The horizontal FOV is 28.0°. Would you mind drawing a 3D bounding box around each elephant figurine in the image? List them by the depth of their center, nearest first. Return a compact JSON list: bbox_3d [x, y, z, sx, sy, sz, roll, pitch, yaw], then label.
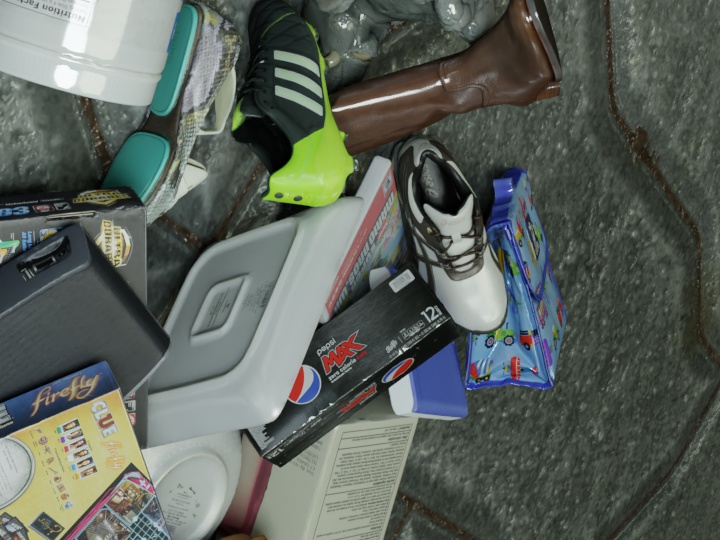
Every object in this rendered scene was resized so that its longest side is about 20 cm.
[{"bbox_3d":[0.004,-0.226,1.179,0.142,0.200,0.155,52,42,-33],"label":"elephant figurine"}]

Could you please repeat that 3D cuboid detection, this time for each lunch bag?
[{"bbox_3d":[0.150,-0.002,1.464,0.151,0.094,0.200,-62,147,-61],"label":"lunch bag"}]

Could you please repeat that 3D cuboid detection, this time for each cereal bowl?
[{"bbox_3d":[-0.172,0.179,1.211,0.200,0.083,0.201,-27,129,-40],"label":"cereal bowl"}]

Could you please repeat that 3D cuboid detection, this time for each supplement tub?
[{"bbox_3d":[-0.173,-0.222,0.949,0.132,0.132,0.200,3,108,-51],"label":"supplement tub"}]

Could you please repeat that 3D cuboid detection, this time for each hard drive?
[{"bbox_3d":[-0.236,0.074,0.983,0.200,0.042,0.135,-36,124,-5],"label":"hard drive"},{"bbox_3d":[0.058,0.074,1.369,0.200,0.025,0.132,22,56,-72],"label":"hard drive"}]

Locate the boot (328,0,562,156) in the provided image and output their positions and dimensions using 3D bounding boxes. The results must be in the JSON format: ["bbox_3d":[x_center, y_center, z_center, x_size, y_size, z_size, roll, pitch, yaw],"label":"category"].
[{"bbox_3d":[0.052,-0.147,1.108,0.186,0.199,0.064,57,21,-73],"label":"boot"}]

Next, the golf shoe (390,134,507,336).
[{"bbox_3d":[0.082,-0.028,1.329,0.078,0.094,0.200,-26,97,-2],"label":"golf shoe"}]

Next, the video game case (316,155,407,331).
[{"bbox_3d":[0.000,0.000,1.294,0.200,0.017,0.143,75,39,-69],"label":"video game case"}]

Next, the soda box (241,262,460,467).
[{"bbox_3d":[-0.014,0.083,1.236,0.200,0.063,0.071,-36,161,0],"label":"soda box"}]

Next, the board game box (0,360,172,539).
[{"bbox_3d":[-0.209,0.169,1.001,0.135,0.035,0.200,-22,130,-15],"label":"board game box"}]

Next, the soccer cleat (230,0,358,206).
[{"bbox_3d":[-0.064,-0.135,1.102,0.081,0.200,0.068,-2,144,-26],"label":"soccer cleat"}]

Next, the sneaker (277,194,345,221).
[{"bbox_3d":[-0.062,0.024,1.267,0.200,0.074,0.079,-56,147,-12],"label":"sneaker"}]

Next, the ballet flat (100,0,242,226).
[{"bbox_3d":[-0.139,-0.102,1.101,0.072,0.072,0.201,19,94,-53],"label":"ballet flat"}]

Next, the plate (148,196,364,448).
[{"bbox_3d":[-0.098,0.036,1.104,0.032,0.200,0.200,39,56,-28],"label":"plate"}]

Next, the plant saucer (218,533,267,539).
[{"bbox_3d":[-0.167,0.280,1.233,0.200,0.032,0.200,-31,170,-6],"label":"plant saucer"}]

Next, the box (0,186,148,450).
[{"bbox_3d":[-0.250,0.047,1.017,0.198,0.050,0.201,-8,117,-24],"label":"box"}]

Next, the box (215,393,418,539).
[{"bbox_3d":[-0.045,0.209,1.357,0.128,0.109,0.200,1,109,-51],"label":"box"}]
